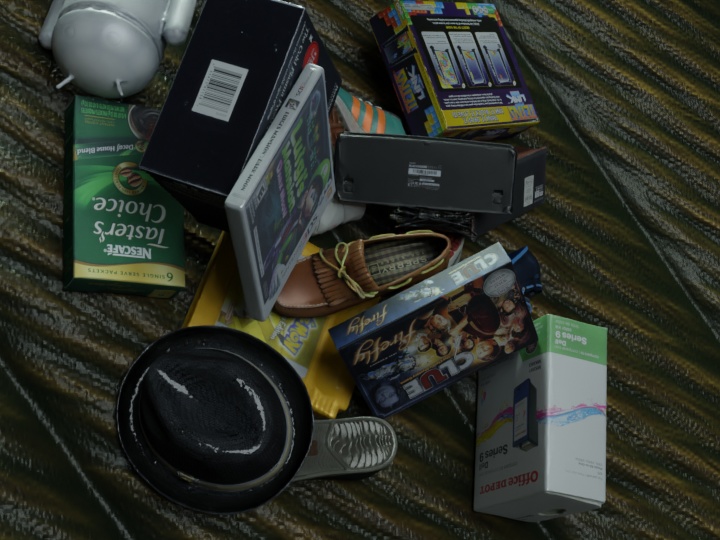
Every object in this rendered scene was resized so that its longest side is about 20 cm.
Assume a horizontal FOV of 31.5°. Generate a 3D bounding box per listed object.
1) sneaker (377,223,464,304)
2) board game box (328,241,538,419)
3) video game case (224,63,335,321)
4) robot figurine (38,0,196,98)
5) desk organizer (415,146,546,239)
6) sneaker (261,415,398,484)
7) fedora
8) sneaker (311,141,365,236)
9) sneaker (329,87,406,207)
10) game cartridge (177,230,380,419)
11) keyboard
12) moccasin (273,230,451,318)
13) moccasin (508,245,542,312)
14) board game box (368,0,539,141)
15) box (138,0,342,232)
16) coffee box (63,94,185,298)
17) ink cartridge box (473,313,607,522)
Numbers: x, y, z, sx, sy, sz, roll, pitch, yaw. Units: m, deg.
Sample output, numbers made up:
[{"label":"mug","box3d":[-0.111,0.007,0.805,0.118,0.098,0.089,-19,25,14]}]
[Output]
[{"label":"sneaker","box3d":[0.068,0.018,1.450,0.077,0.082,0.200,8,45,20]},{"label":"board game box","box3d":[0.081,0.068,1.348,0.199,0.136,0.035,-27,45,0]},{"label":"video game case","box3d":[-0.074,-0.073,1.263,0.023,0.200,0.182,18,60,14]},{"label":"robot figurine","box3d":[-0.252,-0.262,1.331,0.113,0.169,0.201,63,34,-52]},{"label":"desk organizer","box3d":[0.145,-0.099,1.510,0.200,0.077,0.072,-25,120,-55]},{"label":"sneaker","box3d":[-0.061,0.191,1.318,0.199,0.106,0.075,2,73,3]},{"label":"fedora","box3d":[-0.143,0.135,1.230,0.199,0.092,0.202,0,72,-1]},{"label":"sneaker","box3d":[-0.076,-0.128,1.408,0.099,0.078,0.201,-32,94,-25]},{"label":"sneaker","box3d":[-0.004,-0.164,1.475,0.200,0.071,0.080,46,42,-5]},{"label":"game cartridge","box3d":[-0.079,0.046,1.375,0.199,0.032,0.177,28,61,-17]},{"label":"keyboard","box3d":[0.069,-0.094,1.398,0.199,0.040,0.105,6,95,2]},{"label":"moccasin","box3d":[0.000,0.002,1.352,0.200,0.078,0.074,-9,74,-9]},{"label":"moccasin","box3d":[0.169,0.030,1.467,0.200,0.080,0.068,-35,95,-51]},{"label":"board game box","box3d":[0.116,-0.239,1.539,0.199,0.057,0.166,-11,79,-49]},{"label":"box","box3d":[-0.113,-0.150,1.284,0.104,0.182,0.201,18,80,14]},{"label":"coffee box","box3d":[-0.243,-0.075,1.318,0.122,0.044,0.201,7,70,-27]},{"label":"ink cartridge box","box3d":[0.200,0.168,1.420,0.087,0.145,0.201,13,67,-24]}]
